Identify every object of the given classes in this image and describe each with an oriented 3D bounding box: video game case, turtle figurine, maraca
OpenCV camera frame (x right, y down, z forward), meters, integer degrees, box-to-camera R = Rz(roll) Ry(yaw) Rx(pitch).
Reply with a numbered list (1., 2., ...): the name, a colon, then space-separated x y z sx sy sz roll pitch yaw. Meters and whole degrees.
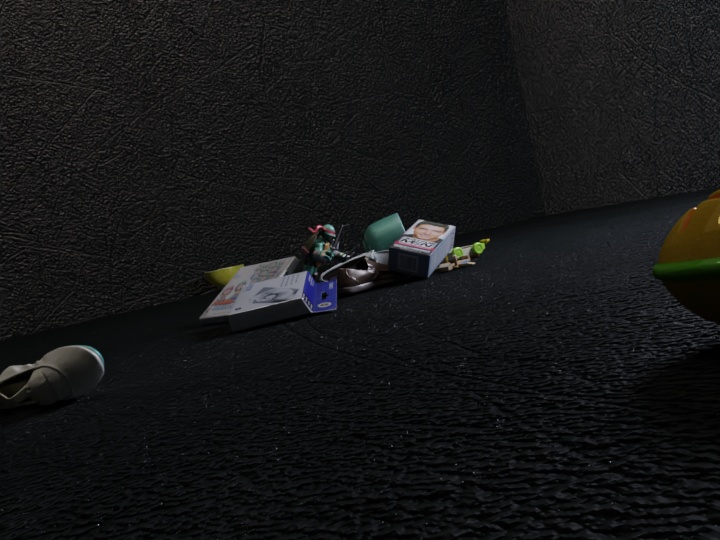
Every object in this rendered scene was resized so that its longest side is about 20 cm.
1. video game case: -0.255 0.046 1.394 0.200 0.024 0.182 -10 36 40
2. turtle figurine: -0.087 -0.029 1.380 0.101 0.200 0.150 34 16 18
3. maraca: 0.298 -0.014 0.394 0.199 0.107 0.137 -10 2 27

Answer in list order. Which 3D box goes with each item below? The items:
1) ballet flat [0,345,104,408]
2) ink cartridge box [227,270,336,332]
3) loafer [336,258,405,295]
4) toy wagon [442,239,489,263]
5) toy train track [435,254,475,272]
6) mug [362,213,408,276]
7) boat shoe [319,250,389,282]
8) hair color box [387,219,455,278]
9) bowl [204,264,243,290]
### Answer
1. ballet flat: -0.403 0.145 0.769 0.199 0.070 0.069 -15 1 30
2. ink cartridge box: -0.147 0.050 1.200 0.199 0.041 0.200 -12 15 1
3. loafer: 0.027 0.005 1.399 0.200 0.071 0.073 -15 5 -42
4. toy wagon: 0.281 -0.051 1.720 0.199 0.040 0.155 -13 3 -25
5. toy train track: 0.233 -0.026 1.503 0.114 0.033 0.200 -11 3 25
6. mug: 0.073 -0.057 1.584 0.114 0.152 0.185 -23 5 5
7. boat shoe: -0.001 -0.001 1.484 0.201 0.075 0.065 -16 -14 -1
8. hair color box: 0.147 -0.055 1.439 0.099 0.061 0.200 13 27 21
9. bowl: -0.679 0.042 3.085 0.199 0.108 0.200 -12 4 1
